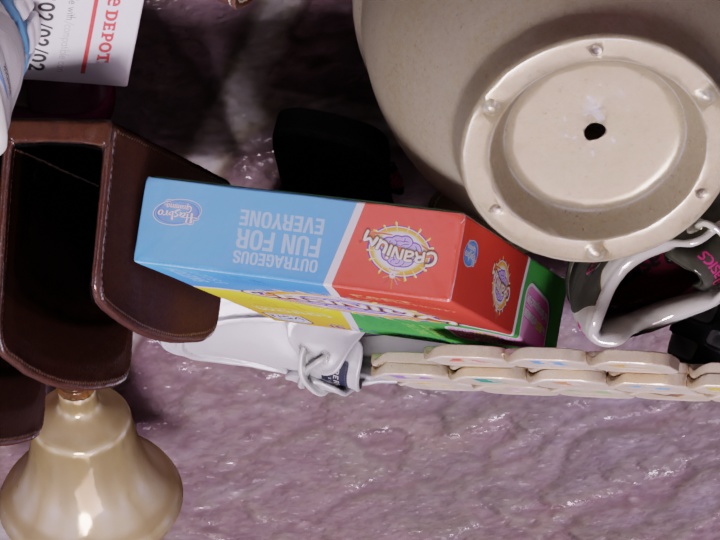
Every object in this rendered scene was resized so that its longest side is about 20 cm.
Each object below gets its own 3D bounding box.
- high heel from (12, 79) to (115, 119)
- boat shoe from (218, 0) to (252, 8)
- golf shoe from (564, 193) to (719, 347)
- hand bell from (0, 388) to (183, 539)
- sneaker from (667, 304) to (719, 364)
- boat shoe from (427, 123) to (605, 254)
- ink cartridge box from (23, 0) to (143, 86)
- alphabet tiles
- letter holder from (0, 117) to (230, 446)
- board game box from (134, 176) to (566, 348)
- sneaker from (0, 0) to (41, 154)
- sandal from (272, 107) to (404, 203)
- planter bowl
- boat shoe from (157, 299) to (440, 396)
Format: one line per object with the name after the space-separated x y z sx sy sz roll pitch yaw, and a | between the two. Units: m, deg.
-0.215 -0.083 1.406 0.199 0.068 0.096 3 152 -4 | high heel
-0.017 -0.175 1.277 0.070 0.070 0.200 37 140 4 | boat shoe
0.186 -0.025 1.405 0.200 0.088 0.077 -34 108 19 | golf shoe
-0.155 0.055 1.613 0.104 0.104 0.200 -4 132 -2 | hand bell
0.214 -0.027 1.526 0.074 0.089 0.200 27 144 -4 | sneaker
0.117 -0.066 1.477 0.200 0.074 0.066 -22 117 14 | boat shoe
-0.153 -0.145 1.318 0.199 0.068 0.115 3 143 -11 | ink cartridge box
0.111 0.054 1.498 0.199 0.015 0.196 2 173 15 | alphabet tiles
-0.137 0.013 1.402 0.100 0.143 0.200 2 174 13 | letter holder
0.000 0.000 1.408 0.153 0.040 0.200 7 174 19 | board game box
-0.193 -0.117 1.224 0.075 0.087 0.200 -21 137 20 | sneaker
-0.010 -0.047 1.488 0.075 0.045 0.200 11 160 2 | sandal
0.098 -0.089 1.329 0.200 0.135 0.201 -1 127 -1 | planter bowl
-0.011 0.033 1.594 0.199 0.065 0.074 -6 145 0 | boat shoe
